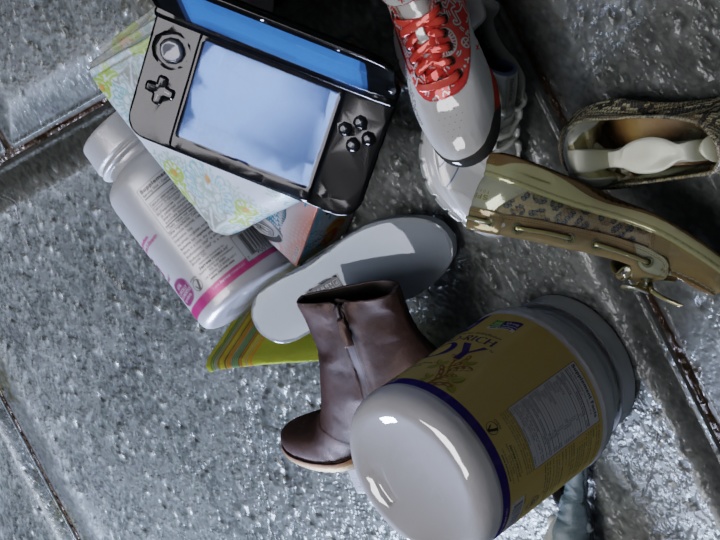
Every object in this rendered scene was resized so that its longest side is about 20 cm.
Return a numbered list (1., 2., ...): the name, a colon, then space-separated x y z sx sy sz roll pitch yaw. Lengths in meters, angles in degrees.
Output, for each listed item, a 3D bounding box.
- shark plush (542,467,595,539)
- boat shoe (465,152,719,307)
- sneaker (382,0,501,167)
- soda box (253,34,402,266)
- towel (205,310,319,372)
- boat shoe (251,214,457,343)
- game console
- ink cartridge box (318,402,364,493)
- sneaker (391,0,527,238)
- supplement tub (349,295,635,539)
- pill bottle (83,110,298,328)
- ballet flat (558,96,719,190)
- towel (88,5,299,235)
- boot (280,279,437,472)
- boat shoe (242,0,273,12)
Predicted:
1. shark plush: 0.196 0.245 1.755 0.083 0.091 0.200 2 96 27
2. boat shoe: 0.174 -0.021 1.503 0.200 0.063 0.073 24 179 0
3. sneaker: 0.042 -0.178 1.503 0.067 0.108 0.202 -15 72 27
4. soda box: -0.032 -0.099 1.744 0.068 0.064 0.200 43 140 19
5. towel: -0.058 0.053 1.866 0.200 0.086 0.018 -7 134 50
6. boat shoe: 0.001 0.003 1.768 0.199 0.068 0.074 -31 94 28
7. game console: -0.081 -0.131 1.571 0.200 0.116 0.176 22 117 5
8. ink cartridge box: 0.055 0.146 1.829 0.200 0.044 0.094 -8 110 50
9. sneaker: 0.088 -0.117 1.590 0.087 0.074 0.200 -3 113 44
10. supplement tub: 0.106 0.116 1.623 0.145 0.200 0.146 28 133 34
11. pill bottle: -0.152 -0.057 1.868 0.200 0.113 0.113 53 143 9
12. ballet flat: 0.195 -0.088 1.483 0.200 0.075 0.068 -3 107 50
13. towel: -0.125 -0.129 1.719 0.200 0.048 0.171 52 149 -11
14. boot: -0.013 0.084 1.746 0.200 0.072 0.166 -10 122 35
15. boat shoe: -0.149 -0.264 1.758 0.200 0.072 0.066 46 152 11
